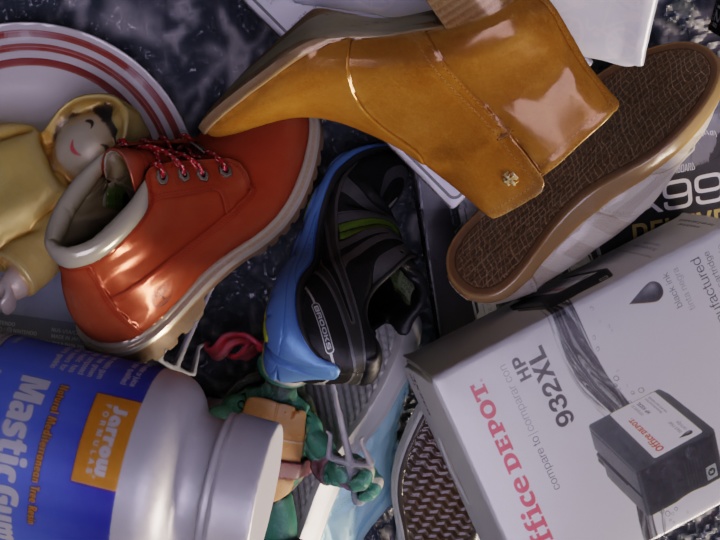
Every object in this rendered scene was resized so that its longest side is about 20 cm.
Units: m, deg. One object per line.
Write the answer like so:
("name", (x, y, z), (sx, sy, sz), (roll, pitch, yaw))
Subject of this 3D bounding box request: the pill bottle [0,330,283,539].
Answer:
("pill bottle", (-0.146, 0.100, 0.830), (0.197, 0.112, 0.113), (12, 109, 6))

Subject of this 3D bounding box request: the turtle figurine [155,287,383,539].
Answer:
("turtle figurine", (-0.057, 0.113, 0.921), (0.148, 0.101, 0.203), (12, 96, 8))

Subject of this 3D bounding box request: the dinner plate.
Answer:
("dinner plate", (-0.196, -0.051, 0.934), (0.197, 0.024, 0.203), (-2, 111, -5))

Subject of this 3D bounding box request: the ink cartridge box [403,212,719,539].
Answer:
("ink cartridge box", (0.146, 0.076, 0.899), (0.198, 0.084, 0.146), (-26, 99, -7))

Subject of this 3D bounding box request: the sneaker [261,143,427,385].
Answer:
("sneaker", (0.000, 0.000, 0.888), (0.082, 0.200, 0.071), (14, 128, 3))

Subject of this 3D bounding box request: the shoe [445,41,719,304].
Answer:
("shoe", (0.132, -0.054, 0.904), (0.200, 0.070, 0.053), (-42, 150, 5))

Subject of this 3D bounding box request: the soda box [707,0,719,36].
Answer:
("soda box", (0.269, -0.224, 0.901), (0.070, 0.063, 0.202), (10, 109, -10))

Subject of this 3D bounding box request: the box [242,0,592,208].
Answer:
("box", (0.022, -0.147, 0.875), (0.200, 0.060, 0.117), (43, 101, -1))

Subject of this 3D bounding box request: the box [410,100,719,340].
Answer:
("box", (0.136, -0.021, 0.966), (0.197, 0.050, 0.160), (-10, 110, -2))

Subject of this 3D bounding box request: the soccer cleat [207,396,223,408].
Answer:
("soccer cleat", (-0.171, 0.117, 0.973), (0.197, 0.067, 0.078), (2, 95, -12))

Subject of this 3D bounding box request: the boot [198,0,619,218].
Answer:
("boot", (0.023, -0.080, 0.820), (0.200, 0.071, 0.144), (-30, 109, 29))

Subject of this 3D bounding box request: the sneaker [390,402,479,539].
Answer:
("sneaker", (0.050, 0.141, 0.995), (0.072, 0.085, 0.202), (8, 114, -4))

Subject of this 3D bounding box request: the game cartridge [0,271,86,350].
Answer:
("game cartridge", (-0.224, 0.048, 0.912), (0.197, 0.040, 0.135), (9, 90, -6))

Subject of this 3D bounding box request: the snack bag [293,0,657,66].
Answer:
("snack bag", (0.061, -0.194, 0.770), (0.197, 0.022, 0.190), (12, 135, 5))

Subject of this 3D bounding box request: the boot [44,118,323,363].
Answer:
("boot", (-0.096, -0.048, 0.869), (0.201, 0.074, 0.108), (-52, 144, -24))

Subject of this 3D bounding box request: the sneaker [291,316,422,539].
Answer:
("sneaker", (-0.004, 0.112, 1.000), (0.081, 0.074, 0.202), (18, 104, -43))

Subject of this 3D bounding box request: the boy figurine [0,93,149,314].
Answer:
("boy figurine", (-0.206, -0.035, 0.872), (0.198, 0.065, 0.125), (-24, 67, -12))
